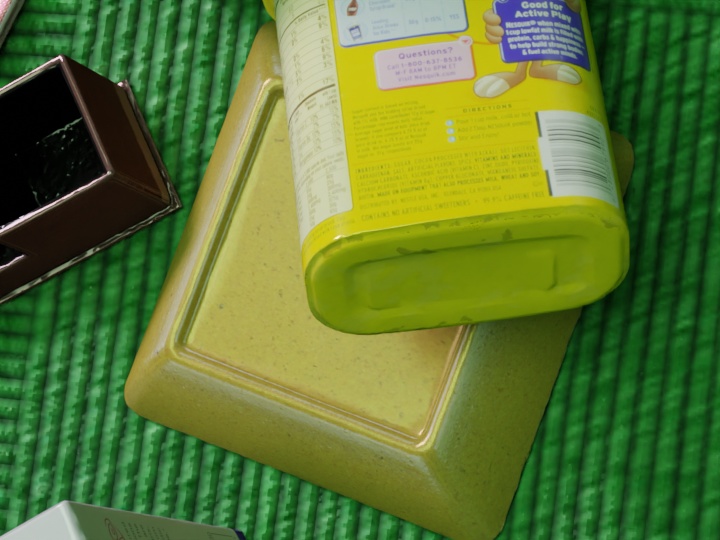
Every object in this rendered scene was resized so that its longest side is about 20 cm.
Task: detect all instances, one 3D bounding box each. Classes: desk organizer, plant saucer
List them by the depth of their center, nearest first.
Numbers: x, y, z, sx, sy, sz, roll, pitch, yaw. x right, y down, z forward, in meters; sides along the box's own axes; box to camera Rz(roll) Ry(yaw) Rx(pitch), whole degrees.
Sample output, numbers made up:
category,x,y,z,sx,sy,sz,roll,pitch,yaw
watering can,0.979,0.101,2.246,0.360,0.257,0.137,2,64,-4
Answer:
category,x,y,z,sx,sy,sz,roll,pitch,yaw
plant saucer,0.000,0.000,1.348,0.199,0.048,0.201,20,88,20
desk organizer,-0.196,-0.022,1.400,0.199,0.077,0.072,-28,74,12

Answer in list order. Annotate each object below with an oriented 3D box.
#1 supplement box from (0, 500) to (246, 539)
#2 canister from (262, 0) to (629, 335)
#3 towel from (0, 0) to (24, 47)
category,x,y,z,sx,sy,sz,roll,pitch,yaw
supplement box,-0.108,0.171,1.274,0.103,0.200,0.102,-28,73,11
canister,0.035,-0.078,1.281,0.148,0.087,0.201,-7,55,0
towel,-0.263,-0.146,1.473,0.199,0.023,0.145,26,88,18
